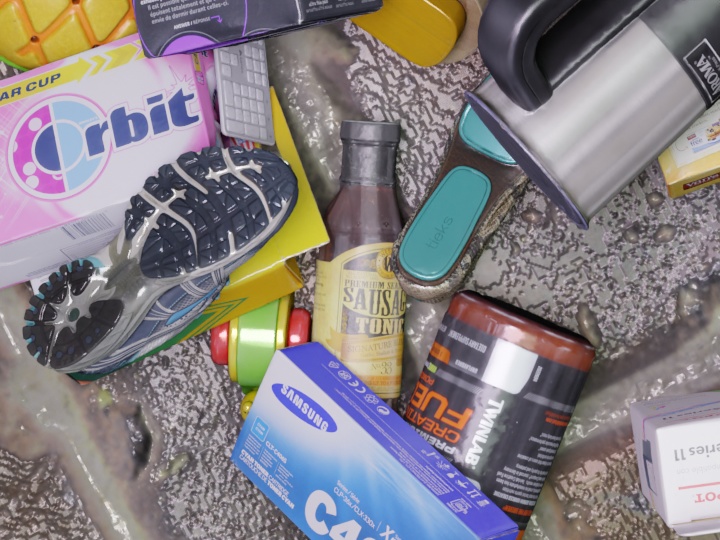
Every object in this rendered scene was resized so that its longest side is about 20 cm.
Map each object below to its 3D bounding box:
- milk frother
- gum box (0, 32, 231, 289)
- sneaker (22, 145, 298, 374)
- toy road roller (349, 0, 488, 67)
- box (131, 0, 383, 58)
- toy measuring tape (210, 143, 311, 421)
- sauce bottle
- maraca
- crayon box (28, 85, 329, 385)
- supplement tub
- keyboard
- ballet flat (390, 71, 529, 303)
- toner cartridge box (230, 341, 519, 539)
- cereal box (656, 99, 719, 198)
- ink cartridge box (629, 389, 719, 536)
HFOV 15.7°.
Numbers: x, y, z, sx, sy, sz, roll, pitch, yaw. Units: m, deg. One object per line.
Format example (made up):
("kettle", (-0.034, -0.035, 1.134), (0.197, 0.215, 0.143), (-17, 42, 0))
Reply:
("milk frother", (0.140, -0.166, 1.664), (0.188, 0.200, 0.181), (-41, 120, -1))
("gum box", (-0.177, -0.075, 1.692), (0.199, 0.066, 0.114), (-18, 66, 9))
("sneaker", (-0.118, -0.006, 1.639), (0.199, 0.086, 0.078), (-35, 66, 12))
("toy road roller", (0.027, -0.246, 1.679), (0.200, 0.123, 0.146), (37, 131, -5))
("box", (-0.079, -0.241, 1.594), (0.122, 0.106, 0.201), (-9, 95, 31))
("toy measuring tape", (-0.065, 0.006, 1.749), (0.073, 0.074, 0.202), (3, 93, 0))
("sauce bottle", (0.000, 0.000, 1.751), (0.066, 0.066, 0.202), (2, 95, 0))
("maraca", (-0.171, -0.189, 1.720), (0.199, 0.107, 0.138), (6, 114, -14))
("crayon box", (-0.122, -0.023, 1.724), (0.199, 0.051, 0.128), (-23, 66, 7))
("supplement tub", (0.075, 0.122, 1.738), (0.106, 0.107, 0.201), (21, 93, -2))
("keyboard", (-0.083, -0.182, 1.694), (0.011, 0.056, 0.201), (-11, 79, 26))
("ballet flat", (0.084, -0.065, 1.741), (0.068, 0.075, 0.201), (29, 82, 15))
("toner cartridge box", (0.006, 0.144, 1.686), (0.200, 0.043, 0.095), (41, 121, 29))
("cereal box", (0.237, -0.165, 1.721), (0.143, 0.040, 0.201), (-19, 73, 5))
("ink cartridge box", (0.244, 0.120, 1.691), (0.116, 0.200, 0.068), (-8, 93, 0))
